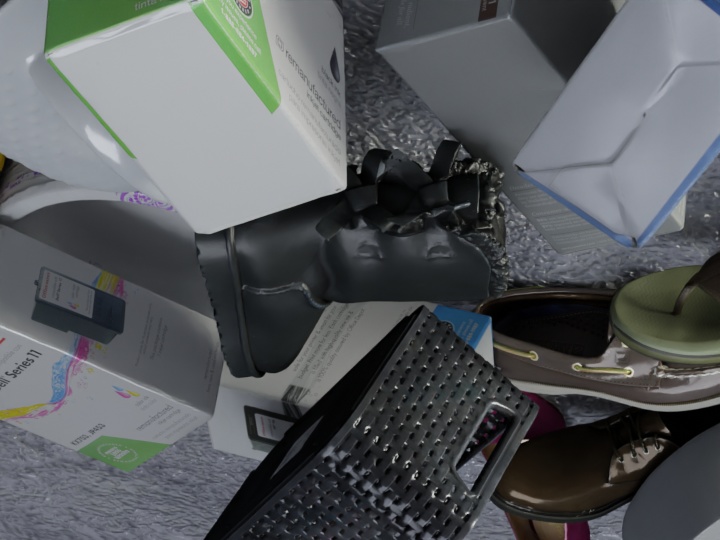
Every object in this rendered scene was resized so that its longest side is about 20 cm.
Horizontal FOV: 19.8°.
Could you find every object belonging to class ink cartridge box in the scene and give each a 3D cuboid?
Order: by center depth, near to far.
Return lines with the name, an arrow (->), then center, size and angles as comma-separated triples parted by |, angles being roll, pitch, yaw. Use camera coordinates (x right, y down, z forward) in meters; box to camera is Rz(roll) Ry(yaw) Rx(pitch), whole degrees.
ink cartridge box -> 0.165, -0.120, 0.978 | 0.076, 0.200, 0.137 | 35, 132, 1
ink cartridge box -> -0.074, -0.144, 0.980 | 0.084, 0.201, 0.146 | -17, 141, 19
ink cartridge box -> -0.194, 0.043, 1.242 | 0.199, 0.068, 0.117 | 25, 145, -23
ink cartridge box -> -0.025, 0.069, 1.347 | 0.199, 0.116, 0.068 | 13, 134, 21

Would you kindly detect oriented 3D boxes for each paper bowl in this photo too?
paper bowl -> -0.123, -0.035, 1.264 | 0.200, 0.105, 0.201 | 7, 148, 4

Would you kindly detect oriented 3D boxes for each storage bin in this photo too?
storage bin -> -0.003, 0.130, 1.204 | 0.094, 0.135, 0.200 | 41, 133, -5

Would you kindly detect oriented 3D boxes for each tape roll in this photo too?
tape roll -> 0.286, 0.177, 1.442 | 0.199, 0.066, 0.201 | -14, 140, -12

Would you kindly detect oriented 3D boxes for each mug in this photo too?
mug -> -0.144, -0.109, 1.071 | 0.148, 0.200, 0.175 | -39, 136, 5

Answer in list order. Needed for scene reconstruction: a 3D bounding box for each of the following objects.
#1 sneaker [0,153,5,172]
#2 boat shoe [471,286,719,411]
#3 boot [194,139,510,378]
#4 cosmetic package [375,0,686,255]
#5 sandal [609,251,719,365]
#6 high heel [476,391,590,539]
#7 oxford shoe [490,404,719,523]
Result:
sneaker -> -0.275, -0.089, 1.263 | 0.200, 0.090, 0.070 | 16, 172, 46
boat shoe -> 0.168, 0.044, 1.338 | 0.199, 0.072, 0.060 | 2, 149, 28
boot -> 0.000, -0.001, 1.126 | 0.162, 0.074, 0.198 | -4, 154, 3
cosmetic package -> 0.098, -0.107, 1.085 | 0.090, 0.107, 0.200 | -13, 140, 34
sandal -> 0.245, 0.006, 1.224 | 0.200, 0.080, 0.058 | -8, 128, 17
high heel -> 0.123, 0.159, 1.509 | 0.067, 0.097, 0.200 | -10, 143, 29
oxford shoe -> 0.182, 0.122, 1.443 | 0.199, 0.073, 0.085 | -11, 143, -9
